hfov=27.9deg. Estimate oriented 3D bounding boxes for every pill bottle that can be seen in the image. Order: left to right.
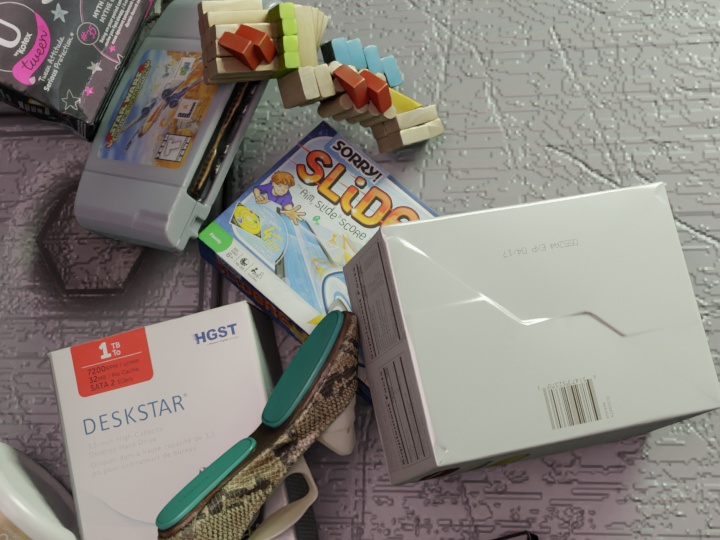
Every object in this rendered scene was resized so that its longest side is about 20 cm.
[{"bbox_3d":[-0.297,0.230,1.042,0.116,0.116,0.200,43,91,16],"label":"pill bottle"}]

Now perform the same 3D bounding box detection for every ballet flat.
[{"bbox_3d":[-0.051,0.121,0.970,0.075,0.068,0.200,42,80,-16],"label":"ballet flat"}]

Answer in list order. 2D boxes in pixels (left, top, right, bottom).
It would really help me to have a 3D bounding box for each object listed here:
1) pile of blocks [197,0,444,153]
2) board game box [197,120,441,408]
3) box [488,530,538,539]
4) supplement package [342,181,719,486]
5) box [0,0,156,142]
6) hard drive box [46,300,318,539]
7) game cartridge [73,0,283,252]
[{"bbox_3d":[-0.019,-0.146,1.031,0.200,0.062,0.082,20,80,-21],"label":"pile of blocks"},{"bbox_3d":[0.000,0.000,1.046,0.200,0.034,0.135,40,70,16],"label":"board game box"},{"bbox_3d":[0.038,0.269,0.984,0.200,0.079,0.141,-14,74,8],"label":"box"},{"bbox_3d":[0.109,0.043,0.956,0.200,0.111,0.156,-9,79,-16],"label":"supplement package"},{"bbox_3d":[-0.213,-0.214,1.089,0.115,0.132,0.200,25,85,-10],"label":"box"},{"bbox_3d":[-0.125,0.141,1.044,0.156,0.077,0.200,-16,76,8],"label":"hard drive box"},{"bbox_3d":[-0.138,-0.114,1.084,0.133,0.042,0.200,12,74,40],"label":"game cartridge"}]
